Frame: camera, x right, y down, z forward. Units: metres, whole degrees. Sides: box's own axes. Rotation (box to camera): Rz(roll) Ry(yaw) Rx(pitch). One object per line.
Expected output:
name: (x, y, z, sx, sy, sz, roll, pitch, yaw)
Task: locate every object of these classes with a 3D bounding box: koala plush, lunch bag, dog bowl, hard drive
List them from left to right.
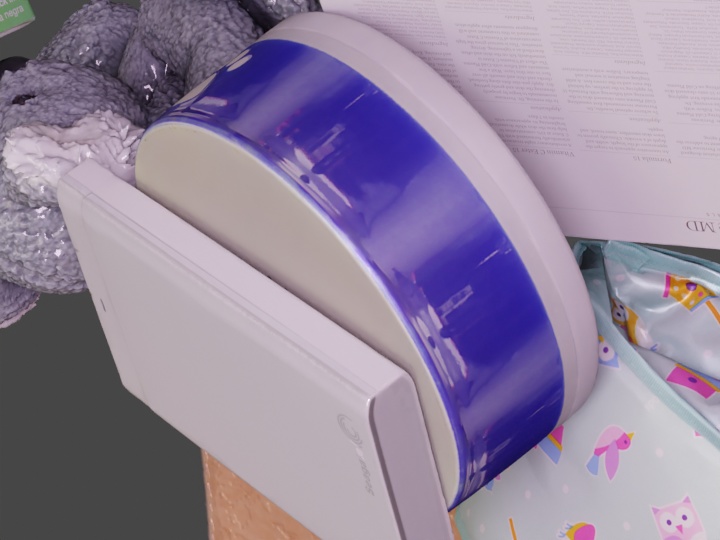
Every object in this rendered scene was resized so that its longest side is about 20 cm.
koala plush: (-0.107, -0.051, 1.313, 0.184, 0.200, 0.177, 54, 137, 5)
hard drive: (-0.043, 0.047, 1.174, 0.200, 0.026, 0.132, 34, 151, 39)
dog bowl: (0.000, 0.000, 1.160, 0.200, 0.079, 0.201, 42, 156, 24)
lunch bag: (0.143, 0.097, 1.221, 0.200, 0.122, 0.171, 36, 134, 16)

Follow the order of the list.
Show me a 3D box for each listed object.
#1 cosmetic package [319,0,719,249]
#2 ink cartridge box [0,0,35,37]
cosmetic package: (0.088, -0.083, 1.129, 0.199, 0.052, 0.151, 6, 131, 29)
ink cartridge box: (-0.273, -0.194, 1.475, 0.146, 0.084, 0.201, -12, 104, 46)
